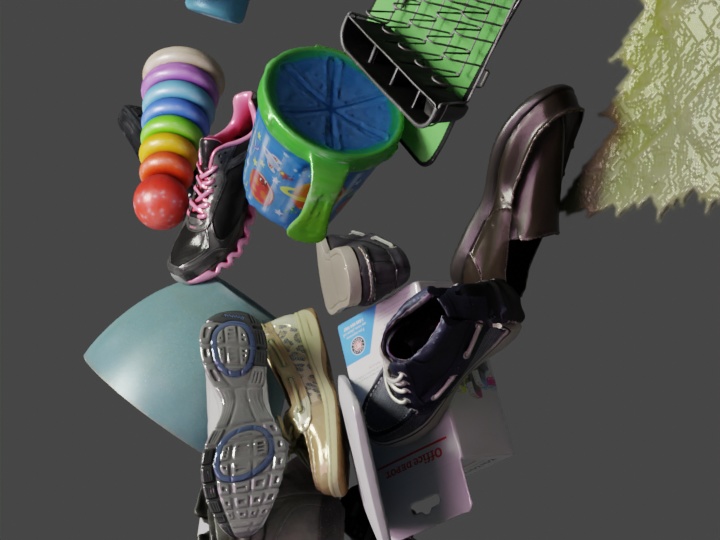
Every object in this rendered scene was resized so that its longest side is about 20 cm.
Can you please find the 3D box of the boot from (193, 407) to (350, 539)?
[{"bbox_3d":[-0.079,0.188,1.611,0.201,0.130,0.068,-87,13,-50],"label":"boot"}]

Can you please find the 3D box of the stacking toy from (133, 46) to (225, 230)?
[{"bbox_3d":[-0.188,-0.123,1.768,0.085,0.085,0.201,-37,36,43],"label":"stacking toy"}]

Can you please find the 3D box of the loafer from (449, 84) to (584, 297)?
[{"bbox_3d":[0.141,-0.056,1.454,0.071,0.073,0.201,39,125,32],"label":"loafer"}]

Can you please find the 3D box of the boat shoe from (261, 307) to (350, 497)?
[{"bbox_3d":[-0.051,0.122,1.600,0.074,0.062,0.201,81,177,-45],"label":"boat shoe"}]

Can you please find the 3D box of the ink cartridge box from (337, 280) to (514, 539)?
[{"bbox_3d":[0.060,0.122,1.542,0.115,0.068,0.201,-31,66,45],"label":"ink cartridge box"}]

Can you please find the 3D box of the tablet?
[{"bbox_3d":[0.002,0.162,1.505,0.200,0.014,0.131,-137,35,-85],"label":"tablet"}]

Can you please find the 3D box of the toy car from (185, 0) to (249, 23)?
[{"bbox_3d":[-0.090,-0.324,1.659,0.199,0.176,0.186,18,93,36],"label":"toy car"}]

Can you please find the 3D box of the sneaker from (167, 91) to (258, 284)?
[{"bbox_3d":[-0.133,-0.084,1.695,0.079,0.095,0.201,19,73,46],"label":"sneaker"}]

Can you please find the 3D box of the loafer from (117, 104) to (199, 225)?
[{"bbox_3d":[-0.198,-0.102,1.849,0.201,0.068,0.071,46,115,35],"label":"loafer"}]

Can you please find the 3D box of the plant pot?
[{"bbox_3d":[-0.145,0.084,1.717,0.135,0.200,0.200,-54,46,0],"label":"plant pot"}]

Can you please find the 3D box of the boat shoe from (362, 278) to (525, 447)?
[{"bbox_3d":[0.039,0.076,1.446,0.200,0.092,0.075,-51,55,34],"label":"boat shoe"}]

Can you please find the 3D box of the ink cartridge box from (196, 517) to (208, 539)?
[{"bbox_3d":[-0.119,0.334,1.763,0.104,0.059,0.201,23,108,48],"label":"ink cartridge box"}]

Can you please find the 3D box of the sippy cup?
[{"bbox_3d":[-0.045,-0.110,1.621,0.139,0.178,0.131,40,137,9],"label":"sippy cup"}]

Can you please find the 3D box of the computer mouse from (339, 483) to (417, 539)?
[{"bbox_3d":[0.054,0.239,1.584,0.199,0.034,0.059,22,87,43],"label":"computer mouse"}]

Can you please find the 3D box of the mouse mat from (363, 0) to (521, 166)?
[{"bbox_3d":[0.061,-0.214,1.588,0.161,0.007,0.201,53,129,36],"label":"mouse mat"}]

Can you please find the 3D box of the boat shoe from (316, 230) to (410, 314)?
[{"bbox_3d":[0.000,0.000,1.596,0.200,0.062,0.073,-166,66,-80],"label":"boat shoe"}]

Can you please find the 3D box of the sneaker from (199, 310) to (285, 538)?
[{"bbox_3d":[-0.103,0.140,1.569,0.087,0.074,0.201,96,173,-66],"label":"sneaker"}]

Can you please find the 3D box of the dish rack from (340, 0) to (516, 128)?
[{"bbox_3d":[0.072,-0.239,1.529,0.154,0.054,0.201,49,125,37],"label":"dish rack"}]
